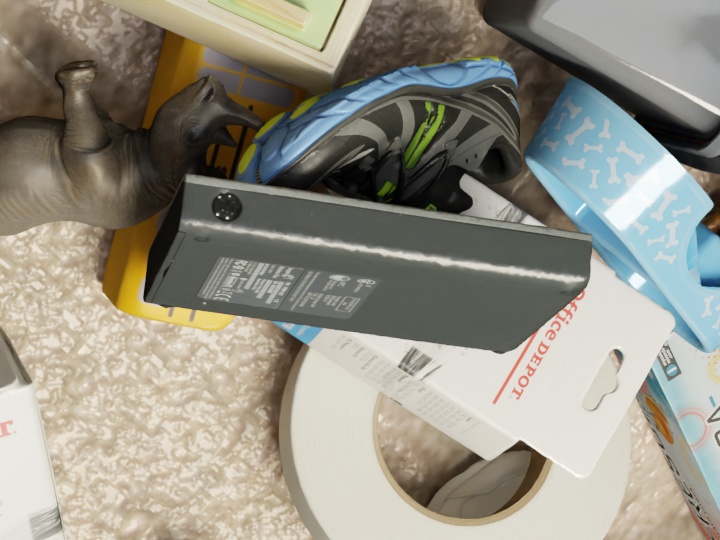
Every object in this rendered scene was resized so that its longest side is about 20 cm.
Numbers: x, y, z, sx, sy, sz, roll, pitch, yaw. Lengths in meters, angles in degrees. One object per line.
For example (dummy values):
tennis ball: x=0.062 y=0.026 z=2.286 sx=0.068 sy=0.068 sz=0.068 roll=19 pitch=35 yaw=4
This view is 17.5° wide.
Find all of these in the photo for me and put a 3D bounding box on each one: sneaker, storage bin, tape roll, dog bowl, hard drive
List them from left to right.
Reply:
hard drive: x=0.000 y=0.000 z=1.161 sx=0.200 sy=0.140 sz=0.033 roll=9 pitch=73 yaw=-10
sneaker: x=0.020 y=-0.059 z=1.193 sx=0.200 sy=0.071 sz=0.083 roll=-16 pitch=90 yaw=-47
tape roll: x=0.054 y=0.093 z=1.319 sx=0.203 sy=0.037 sz=0.203 roll=3 pitch=77 yaw=-13
sneaker: x=0.061 y=0.199 z=1.358 sx=0.078 sy=0.099 sz=0.200 roll=32 pitch=92 yaw=-23
dog bowl: x=0.157 y=-0.025 z=1.277 sx=0.050 sy=0.111 sz=0.200 roll=-45 pitch=135 yaw=-2
storage bin: x=0.155 y=-0.149 z=1.257 sx=0.134 sy=0.200 sz=0.146 roll=26 pitch=94 yaw=-10

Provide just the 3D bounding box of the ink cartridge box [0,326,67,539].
ink cartridge box: x=-0.233 y=0.144 z=1.236 sx=0.146 sy=0.084 sz=0.200 roll=-14 pitch=118 yaw=-16

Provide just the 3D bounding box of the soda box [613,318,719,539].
soda box: x=0.222 y=0.104 z=1.409 sx=0.068 sy=0.064 sz=0.200 roll=-31 pitch=110 yaw=-9

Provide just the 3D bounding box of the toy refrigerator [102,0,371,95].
toy refrigerator: x=-0.091 y=-0.166 z=1.185 sx=0.200 sy=0.070 sz=0.076 roll=24 pitch=82 yaw=0

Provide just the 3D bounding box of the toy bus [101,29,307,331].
toy bus: x=-0.076 y=-0.072 z=1.262 sx=0.078 sy=0.065 sz=0.200 roll=12 pitch=99 yaw=-19

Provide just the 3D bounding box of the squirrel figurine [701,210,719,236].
squirrel figurine: x=0.258 y=-0.068 z=1.321 sx=0.142 sy=0.200 sz=0.187 roll=39 pitch=110 yaw=18

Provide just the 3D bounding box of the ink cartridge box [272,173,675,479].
ink cartridge box: x=0.057 y=0.022 z=1.279 sx=0.200 sy=0.068 sz=0.116 roll=33 pitch=71 yaw=-3

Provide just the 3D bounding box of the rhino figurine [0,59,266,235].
rhino figurine: x=-0.143 y=-0.063 z=1.205 sx=0.200 sy=0.060 sz=0.087 roll=-4 pitch=102 yaw=11
